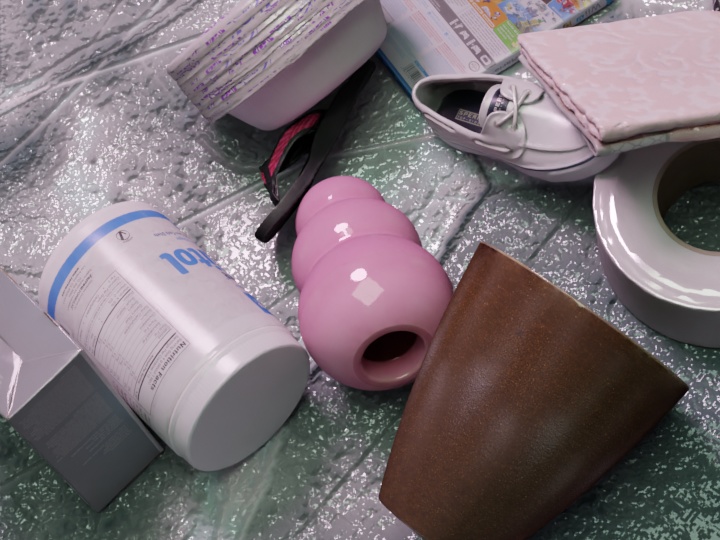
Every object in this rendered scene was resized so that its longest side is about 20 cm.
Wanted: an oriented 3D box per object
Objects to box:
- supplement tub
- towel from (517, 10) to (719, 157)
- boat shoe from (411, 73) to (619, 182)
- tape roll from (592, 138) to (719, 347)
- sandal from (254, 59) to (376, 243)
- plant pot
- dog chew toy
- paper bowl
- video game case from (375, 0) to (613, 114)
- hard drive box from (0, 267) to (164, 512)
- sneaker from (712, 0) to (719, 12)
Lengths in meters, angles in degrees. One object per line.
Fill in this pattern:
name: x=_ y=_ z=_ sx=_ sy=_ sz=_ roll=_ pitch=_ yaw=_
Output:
supplement tub: x=-0.150 y=0.049 z=1.366 sx=0.132 sy=0.132 sz=0.200 roll=-44 pitch=63 yaw=-11
towel: x=0.240 y=-0.150 z=1.340 sx=0.190 sy=0.032 sz=0.200 roll=-9 pitch=31 yaw=-10
boat shoe: x=0.122 y=-0.121 z=1.390 sx=0.200 sy=0.065 sz=0.074 roll=10 pitch=74 yaw=44
tape roll: x=0.284 y=-0.044 z=1.349 sx=0.202 sy=0.071 sz=0.203 roll=-5 pitch=63 yaw=11
sandal: x=-0.049 y=-0.106 z=1.453 sx=0.045 sy=0.075 sz=0.200 roll=30 pitch=63 yaw=-6
plant pot: x=0.108 y=0.114 z=1.262 sx=0.187 sy=0.187 sz=0.200 roll=35 pitch=90 yaw=26
dog chew toy: x=0.000 y=0.000 z=1.366 sx=0.124 sy=0.125 sz=0.200 roll=-23 pitch=45 yaw=1
paper bowl: x=-0.059 y=-0.196 z=1.449 sx=0.201 sy=0.201 sz=0.104 roll=-41 pitch=101 yaw=-10
video game case: x=0.103 y=-0.238 z=1.521 sx=0.200 sy=0.018 sz=0.143 roll=-32 pitch=60 yaw=-5
hard drive box: x=-0.256 y=0.082 z=1.333 sx=0.077 sy=0.200 sz=0.156 roll=-43 pitch=63 yaw=-12
sneaker: x=0.325 y=-0.279 z=1.435 sx=0.075 sy=0.115 sz=0.200 roll=-12 pitch=61 yaw=7
